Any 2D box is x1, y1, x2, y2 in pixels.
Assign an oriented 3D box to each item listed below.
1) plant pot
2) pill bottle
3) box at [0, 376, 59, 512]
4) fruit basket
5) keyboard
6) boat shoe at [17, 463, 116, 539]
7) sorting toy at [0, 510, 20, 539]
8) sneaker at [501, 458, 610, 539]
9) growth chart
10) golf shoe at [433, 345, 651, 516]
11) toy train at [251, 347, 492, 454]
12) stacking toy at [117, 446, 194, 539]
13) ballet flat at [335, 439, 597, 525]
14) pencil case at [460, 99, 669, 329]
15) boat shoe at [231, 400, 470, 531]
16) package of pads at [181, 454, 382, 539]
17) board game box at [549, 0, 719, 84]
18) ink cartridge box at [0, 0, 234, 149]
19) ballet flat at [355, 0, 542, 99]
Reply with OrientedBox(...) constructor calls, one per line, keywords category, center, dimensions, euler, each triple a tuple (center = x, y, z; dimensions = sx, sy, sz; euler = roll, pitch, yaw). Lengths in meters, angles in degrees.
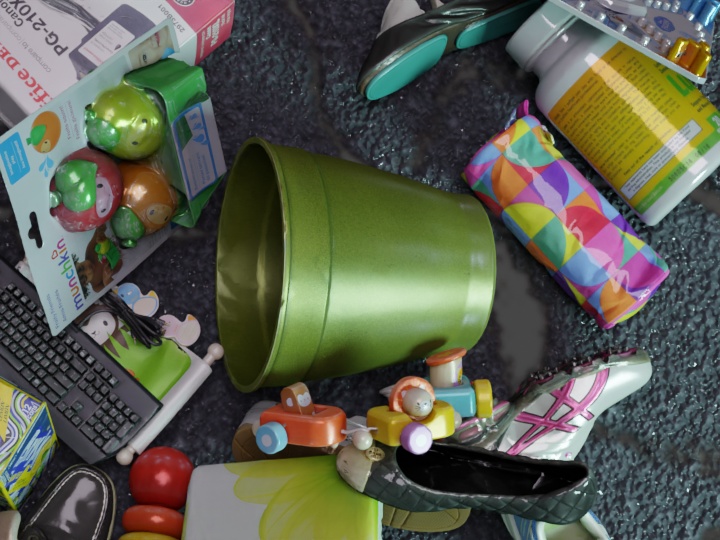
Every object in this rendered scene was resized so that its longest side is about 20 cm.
OrientedBox(category="plant pot", center=(0.000, 0.000, 1.462), dimensions=(0.192, 0.200, 0.202), euler=(3, 75, -19))
OrientedBox(category="pill bottle", center=(0.221, -0.146, 1.558), dimensions=(0.111, 0.111, 0.200), euler=(-41, 84, -15))
OrientedBox(category="box", center=(-0.275, 0.131, 1.372), dimensions=(0.064, 0.200, 0.070), euler=(29, 74, 1))
OrientedBox(category="fruit basket", center=(-0.191, -0.073, 1.429), dimensions=(0.093, 0.186, 0.200), euler=(14, 42, 29))
OrientedBox(category="keyboard", center=(-0.237, 0.052, 1.464), dimensions=(0.200, 0.021, 0.127), euler=(40, 73, 13))
OrientedBox(category="boat shoe", center=(-0.249, 0.243, 1.416), dimensions=(0.071, 0.066, 0.202), euler=(29, 75, -2))
OrientedBox(category="sorting toy", center=(-0.318, 0.291, 1.367), dimensions=(0.184, 0.036, 0.201), euler=(-14, 71, 32))
OrientedBox(category="sneaker", center=(0.173, 0.247, 1.448), dimensions=(0.075, 0.077, 0.201), euler=(-34, 104, -9))
OrientedBox(category="growth chart", center=(-0.224, 0.065, 1.480), dimensions=(0.199, 0.018, 0.145), euler=(29, 71, 10))
OrientedBox(category="golf shoe", center=(0.156, 0.129, 1.504), dimensions=(0.199, 0.073, 0.093), euler=(-25, 90, -4))
OrientedBox(category="toy train", center=(0.015, 0.096, 1.410), dimensions=(0.200, 0.149, 0.056), euler=(-17, 107, -52))
OrientedBox(category="stacking toy", center=(-0.166, 0.238, 1.431), dimensions=(0.085, 0.085, 0.201), euler=(10, 68, -5))
OrientedBox(category="ballet flat", center=(0.081, 0.150, 1.374), dimensions=(0.198, 0.057, 0.067), euler=(7, 44, 2))
OrientedBox(category="pencil case", center=(0.175, -0.046, 1.542), dimensions=(0.088, 0.088, 0.200), euler=(-39, 85, -15))
OrientedBox(category="boat shoe", center=(-0.002, 0.149, 1.473), dimensions=(0.199, 0.071, 0.069), euler=(20, 35, 0))
OrientedBox(category="package of pads", center=(-0.062, 0.231, 1.366), dimensions=(0.153, 0.069, 0.201), euler=(-4, 41, 6))
OrientedBox(category="board game box", center=(0.217, -0.244, 1.554), dimensions=(0.199, 0.200, 0.026), euler=(29, 116, 0))
OrientedBox(category="ink cartridge box", center=(-0.227, -0.200, 1.525), dimensions=(0.200, 0.084, 0.145), euler=(-42, 84, -16))
OrientedBox(category="ballet flat", center=(0.066, -0.214, 1.584), dimensions=(0.199, 0.068, 0.069), euler=(-27, 71, -24))
